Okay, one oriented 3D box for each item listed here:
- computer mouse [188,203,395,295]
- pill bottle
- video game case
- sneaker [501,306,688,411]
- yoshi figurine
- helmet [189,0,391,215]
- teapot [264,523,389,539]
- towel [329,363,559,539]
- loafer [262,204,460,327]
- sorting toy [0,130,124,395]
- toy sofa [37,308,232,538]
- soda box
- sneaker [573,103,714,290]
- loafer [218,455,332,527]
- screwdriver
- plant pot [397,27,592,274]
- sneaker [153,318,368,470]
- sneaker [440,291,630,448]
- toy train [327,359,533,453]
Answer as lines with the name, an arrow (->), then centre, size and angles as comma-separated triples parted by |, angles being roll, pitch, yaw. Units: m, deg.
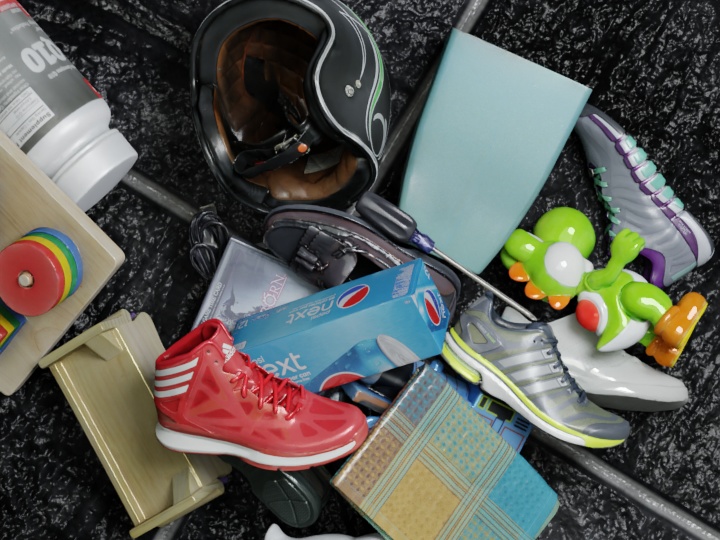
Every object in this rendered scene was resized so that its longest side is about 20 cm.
computer mouse -> -0.062, -0.008, 1.551 | 0.197, 0.053, 0.140 | -8, 104, 2
pill bottle -> -0.310, -0.153, 1.518 | 0.114, 0.114, 0.200 | -42, 89, -5
video game case -> -0.061, 0.070, 1.536 | 0.198, 0.019, 0.144 | 23, 104, -7
sneaker -> 0.226, 0.082, 1.559 | 0.198, 0.075, 0.090 | 12, 73, -1
yoshi figurine -> 0.235, 0.002, 1.535 | 0.199, 0.112, 0.113 | 29, 109, 11
helmet -> -0.064, -0.168, 1.494 | 0.197, 0.201, 0.193 | -5, 60, -4
teapot -> 0.003, 0.350, 1.485 | 0.145, 0.202, 0.197 | -26, 131, 30
towel -> 0.081, 0.204, 1.468 | 0.200, 0.022, 0.147 | 45, 74, -18
loafer -> 0.000, 0.000, 1.484 | 0.198, 0.072, 0.063 | 22, 40, -8
sorting toy -> -0.355, -0.007, 1.480 | 0.200, 0.070, 0.199 | 44, 116, 1
toy sofa -> -0.213, 0.144, 1.527 | 0.082, 0.097, 0.201 | -30, 88, 19
soda box -> -0.022, 0.060, 1.458 | 0.198, 0.064, 0.068 | -18, 117, 22
sneaker -> 0.256, -0.068, 1.568 | 0.087, 0.074, 0.200 | -40, 90, -1
loafer -> -0.102, 0.154, 1.528 | 0.072, 0.063, 0.201 | -31, 101, 38
screwdriver -> 0.079, -0.009, 1.478 | 0.199, 0.029, 0.028 | 37, 55, -3
plant pot -> 0.112, -0.108, 1.532 | 0.140, 0.141, 0.202 | 22, 96, -1
sneaker -> -0.094, 0.108, 1.420 | 0.197, 0.079, 0.117 | 0, 121, 8
sneaker -> 0.169, 0.095, 1.488 | 0.199, 0.074, 0.081 | 32, 101, 2
toy train -> 0.063, 0.142, 1.515 | 0.199, 0.087, 0.115 | 27, 92, -19
